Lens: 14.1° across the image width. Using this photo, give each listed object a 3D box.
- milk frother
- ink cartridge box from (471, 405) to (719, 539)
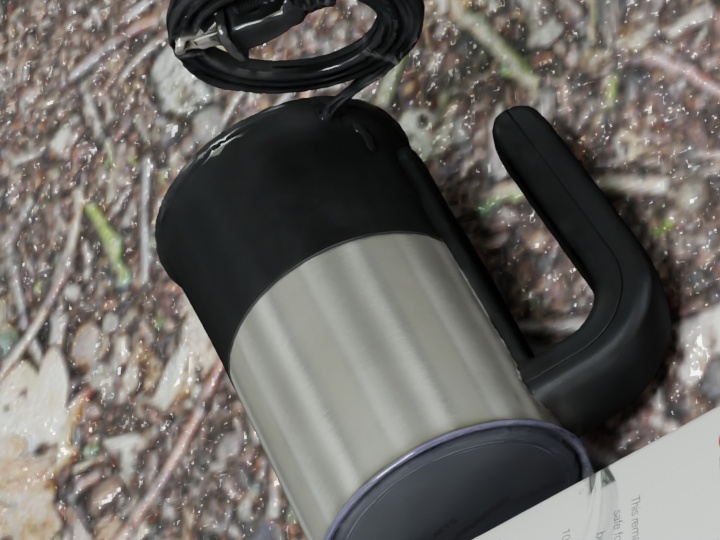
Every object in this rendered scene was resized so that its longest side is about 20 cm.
[{"bbox_3d":[0.000,0.000,1.127,0.180,0.200,0.188,-42,50,15],"label":"milk frother"},{"bbox_3d":[0.096,0.150,1.032,0.200,0.083,0.147,-31,33,28],"label":"ink cartridge box"}]
